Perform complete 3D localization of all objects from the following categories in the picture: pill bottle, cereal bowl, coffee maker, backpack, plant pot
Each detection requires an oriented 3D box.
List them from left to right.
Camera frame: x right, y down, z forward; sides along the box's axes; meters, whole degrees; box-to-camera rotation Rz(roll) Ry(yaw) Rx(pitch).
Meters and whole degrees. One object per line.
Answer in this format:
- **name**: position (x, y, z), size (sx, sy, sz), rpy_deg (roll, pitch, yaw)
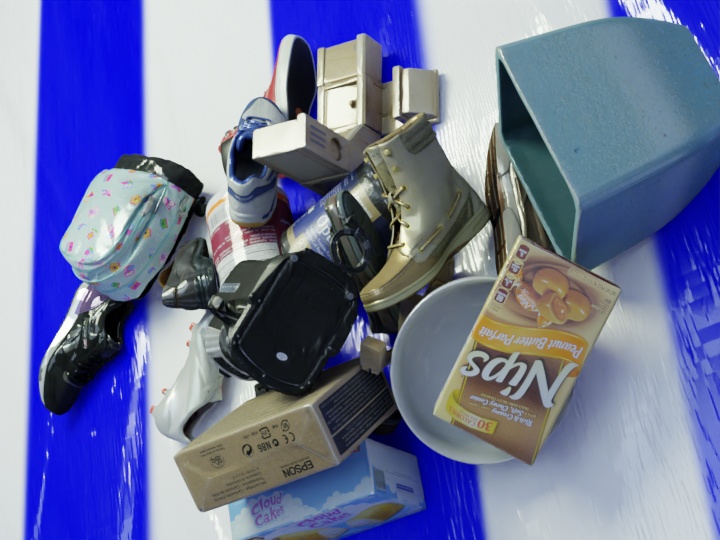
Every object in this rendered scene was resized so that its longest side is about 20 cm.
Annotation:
- **backpack**: position (-0.326, -0.061, 1.633), size (0.166, 0.127, 0.202), rpy_deg (8, 65, 42)
- **pill bottle**: position (-0.129, -0.002, 1.490), size (0.113, 0.114, 0.202), rpy_deg (-27, 59, 24)
- **coffee maker**: position (-0.079, 0.043, 1.306), size (0.191, 0.136, 0.200), rpy_deg (-35, 10, -15)
- **pill bottle**: position (0.007, -0.062, 1.417), size (0.200, 0.111, 0.113), rpy_deg (-40, 55, 17)
- **cereal bowl**: position (0.133, 0.103, 1.260), size (0.197, 0.083, 0.203), rpy_deg (1, 94, 8)
- **plant pot**: position (0.269, -0.143, 1.206), size (0.198, 0.196, 0.198), rpy_deg (-22, 67, -2)

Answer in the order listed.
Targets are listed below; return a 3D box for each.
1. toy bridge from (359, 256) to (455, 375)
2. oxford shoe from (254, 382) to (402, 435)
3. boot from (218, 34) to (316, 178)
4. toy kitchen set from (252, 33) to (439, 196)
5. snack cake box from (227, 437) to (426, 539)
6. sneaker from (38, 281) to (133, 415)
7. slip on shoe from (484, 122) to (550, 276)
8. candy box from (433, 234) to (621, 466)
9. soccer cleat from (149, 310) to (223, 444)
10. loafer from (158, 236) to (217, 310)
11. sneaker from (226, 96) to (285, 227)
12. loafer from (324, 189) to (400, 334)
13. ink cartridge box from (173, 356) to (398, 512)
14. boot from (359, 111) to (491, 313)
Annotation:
- **toy bridge**: position (0.057, 0.056, 1.321), size (0.027, 0.068, 0.200), rpy_deg (17, 39, 22)
- **oxford shoe**: position (-0.036, 0.181, 1.397), size (0.198, 0.072, 0.086), rpy_deg (3, 98, 33)
- **boot**: position (-0.136, -0.222, 1.608), size (0.143, 0.072, 0.203), rpy_deg (-4, 74, 36)
- **toy kitchen set**: position (-0.014, -0.218, 1.445), size (0.162, 0.180, 0.203), rpy_deg (-9, 72, 31)
- **snack cake box**: position (-0.040, 0.261, 1.329), size (0.198, 0.115, 0.068), rpy_deg (-25, 60, 26)
- **sneaker**: position (-0.388, 0.114, 1.661), size (0.087, 0.076, 0.202), rpy_deg (15, 82, 32)
- **slip on shoe**: position (0.182, -0.079, 1.336), size (0.060, 0.076, 0.202), rpy_deg (1, 58, -6)
- **candy box**: position (0.168, 0.080, 1.184), size (0.114, 0.055, 0.202), rpy_deg (26, 97, 5)
- **soccer cleat**: position (-0.202, 0.132, 1.530), size (0.077, 0.069, 0.202), rpy_deg (27, 91, 23)
- **loafer**: position (-0.231, 0.002, 1.537), size (0.200, 0.071, 0.074), rpy_deg (-134, 36, -73)
- **sneaker**: position (-0.127, -0.154, 1.463), size (0.074, 0.089, 0.202), rpy_deg (-1, 54, 2)
- **loafer**: position (0.000, 0.000, 1.349), size (0.062, 0.201, 0.072), rpy_deg (-18, 32, 22)
- **ink cartridge box**: position (-0.079, 0.176, 1.280), size (0.199, 0.164, 0.076), rpy_deg (-24, 94, 30)
- **boot**: position (0.042, -0.065, 1.292), size (0.200, 0.156, 0.073), rpy_deg (-42, 19, -24)
